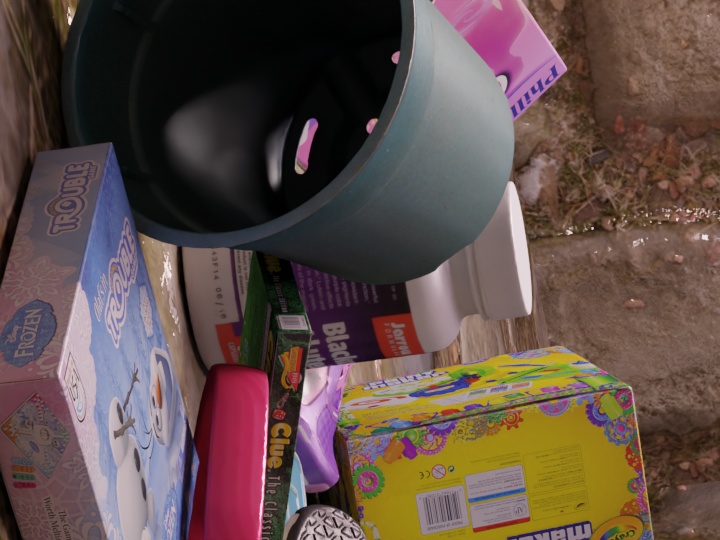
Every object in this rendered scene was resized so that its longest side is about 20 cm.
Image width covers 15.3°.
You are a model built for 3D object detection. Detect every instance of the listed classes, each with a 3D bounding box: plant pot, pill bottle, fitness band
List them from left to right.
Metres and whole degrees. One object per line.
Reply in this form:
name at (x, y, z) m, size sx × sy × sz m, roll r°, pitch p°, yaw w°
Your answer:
fitness band at (-0.072, 0.143, 1.402) m, size 0.144 × 0.037 × 0.200 m, roll 105°, pitch -11°, yaw -45°
plant pot at (-0.021, -0.086, 1.412) m, size 0.196 × 0.200 × 0.201 m, roll 27°, pitch 54°, yaw -60°
pill bottle at (0.000, 0.000, 1.627) m, size 0.111 × 0.200 × 0.112 m, roll -8°, pitch 90°, yaw -81°

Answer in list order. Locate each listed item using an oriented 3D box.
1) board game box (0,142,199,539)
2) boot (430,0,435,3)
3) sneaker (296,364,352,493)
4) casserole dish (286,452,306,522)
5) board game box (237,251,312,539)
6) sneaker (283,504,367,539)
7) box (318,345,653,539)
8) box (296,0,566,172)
board game box at (-0.124, 0.075, 1.264) m, size 0.200 × 0.043 × 0.199 m, roll -86°, pitch 165°, yaw -57°
boot at (-0.024, -0.165, 1.552) m, size 0.070 × 0.146 × 0.200 m, roll 40°, pitch 73°, yaw -46°
sneaker at (-0.027, 0.045, 1.755) m, size 0.081 × 0.088 × 0.201 m, roll 64°, pitch 17°, yaw -67°
casserole dish at (-0.055, 0.182, 1.643) m, size 0.121 × 0.039 × 0.200 m, roll 53°, pitch 31°, yaw -72°
board game box at (-0.056, 0.096, 1.497) m, size 0.105 × 0.023 × 0.200 m, roll -104°, pitch -160°, yaw -60°
sneaker at (-0.046, 0.231, 1.543) m, size 0.072 × 0.083 × 0.200 m, roll 28°, pitch 55°, yaw -33°
box at (0.078, 0.139, 1.867) m, size 0.193 × 0.200 × 0.122 m, roll -143°, pitch -137°, yaw -78°
box at (0.014, -0.137, 1.717) m, size 0.097 × 0.176 × 0.200 m, roll 46°, pitch 0°, yaw 30°
